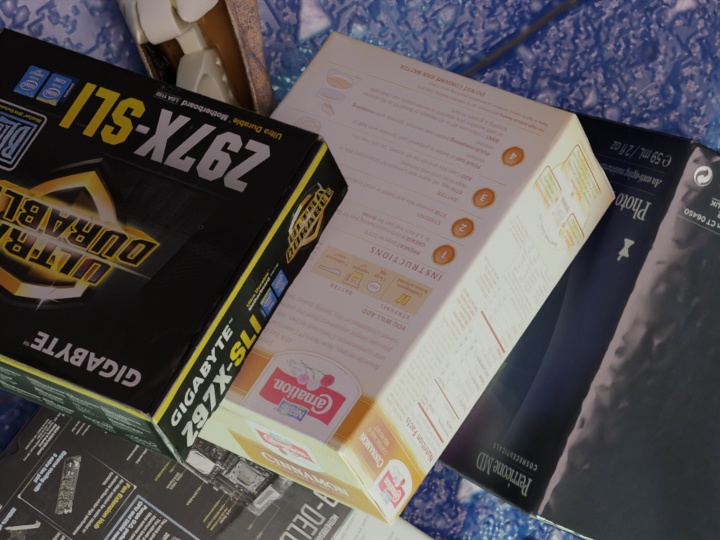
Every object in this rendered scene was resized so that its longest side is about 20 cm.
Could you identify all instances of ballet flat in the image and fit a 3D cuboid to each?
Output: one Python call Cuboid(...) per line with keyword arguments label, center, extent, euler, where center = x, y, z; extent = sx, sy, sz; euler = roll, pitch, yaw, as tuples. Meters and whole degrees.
Cuboid(label="ballet flat", center=(-0.081, -0.109, 1.387), extent=(0.068, 0.067, 0.200), euler=(-17, 106, 22))

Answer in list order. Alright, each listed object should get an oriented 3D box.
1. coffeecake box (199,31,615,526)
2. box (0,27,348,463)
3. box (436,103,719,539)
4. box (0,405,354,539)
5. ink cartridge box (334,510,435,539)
Cuboid(label="coffeecake box", center=(0.000, 0.000, 1.334), extent=(0.200, 0.153, 0.073), euler=(-54, 143, -18))
Cuboid(label="box", center=(-0.128, -0.016, 1.315), extent=(0.160, 0.200, 0.049), euler=(-58, 149, -21))
Cuboid(label="box", center=(0.132, 0.034, 1.420), extent=(0.123, 0.200, 0.199), euler=(22, 90, -21))
Cuboid(label="box", center=(-0.111, 0.135, 1.381), extent=(0.158, 0.050, 0.200), euler=(35, 74, 4))
Cuboid(label="ink cartridge box", center=(-0.047, 0.203, 1.445), extent=(0.173, 0.044, 0.200), euler=(35, 72, -15))
